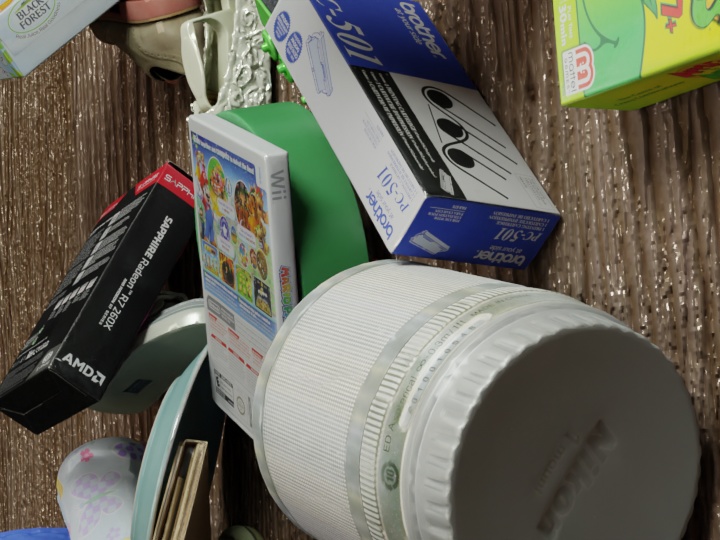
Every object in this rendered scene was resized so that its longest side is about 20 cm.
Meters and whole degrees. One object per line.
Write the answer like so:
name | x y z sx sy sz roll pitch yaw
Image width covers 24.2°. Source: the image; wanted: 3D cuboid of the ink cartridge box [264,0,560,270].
ink cartridge box | 0.025 -0.086 0.944 0.044 0.094 0.200 -59 41 31

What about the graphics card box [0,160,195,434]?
graphics card box | -0.198 0.022 1.282 0.125 0.051 0.200 -28 29 52

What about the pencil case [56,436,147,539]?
pencil case | -0.186 0.225 1.313 0.091 0.083 0.200 -32 44 14

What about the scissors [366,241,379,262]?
scissors | 0.000 0.000 1.046 0.200 0.014 0.073 59 144 28

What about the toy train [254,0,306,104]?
toy train | -0.018 -0.123 1.065 0.200 0.042 0.056 55 165 46

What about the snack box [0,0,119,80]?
snack box | -0.222 -0.224 1.297 0.053 0.200 0.142 54 159 -20

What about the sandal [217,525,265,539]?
sandal | -0.081 0.271 1.173 0.080 0.057 0.201 -59 40 36

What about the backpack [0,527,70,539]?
backpack | -0.254 0.310 1.378 0.168 0.162 0.200 126 145 -58

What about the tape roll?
tape roll | -0.054 -0.008 1.098 0.200 0.048 0.201 170 90 -68

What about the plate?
plate | -0.130 0.142 1.181 0.200 0.026 0.201 13 -90 -85

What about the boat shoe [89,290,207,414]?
boat shoe | -0.162 0.052 1.305 0.201 0.070 0.072 -34 51 50

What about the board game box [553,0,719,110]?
board game box | 0.162 -0.142 0.751 0.200 0.048 0.102 -14 77 60

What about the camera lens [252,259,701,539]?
camera lens | 0.050 0.082 0.837 0.200 0.160 0.160 13 102 60

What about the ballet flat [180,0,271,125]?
ballet flat | -0.096 -0.186 1.194 0.072 0.072 0.200 -10 81 60

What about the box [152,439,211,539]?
box | -0.126 0.234 1.129 0.200 0.021 0.164 95 -175 -52

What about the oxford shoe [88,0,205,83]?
oxford shoe | -0.170 -0.181 1.324 0.200 0.070 0.075 19 127 69

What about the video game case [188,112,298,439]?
video game case | -0.071 0.010 1.061 0.143 0.018 0.200 -148 51 -62
